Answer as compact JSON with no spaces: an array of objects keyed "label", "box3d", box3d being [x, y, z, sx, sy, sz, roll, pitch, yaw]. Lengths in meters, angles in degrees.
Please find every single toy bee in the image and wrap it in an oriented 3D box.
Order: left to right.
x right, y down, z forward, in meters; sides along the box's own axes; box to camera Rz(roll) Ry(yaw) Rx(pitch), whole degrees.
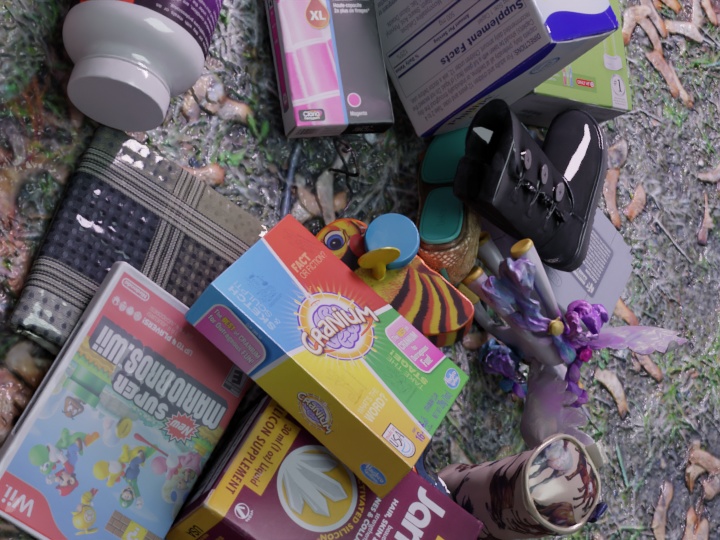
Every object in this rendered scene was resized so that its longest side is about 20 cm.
[{"label":"toy bee","box3d":[0.000,0.000,1.226,0.108,0.200,0.131,-34,140,-13]}]

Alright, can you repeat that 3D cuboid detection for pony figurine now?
[{"label":"pony figurine","box3d":[0.173,0.066,1.298,0.166,0.193,0.201,-38,105,-11]}]

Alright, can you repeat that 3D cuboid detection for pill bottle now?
[{"label":"pill bottle","box3d":[-0.164,-0.215,1.121,0.112,0.112,0.202,29,61,-31]}]

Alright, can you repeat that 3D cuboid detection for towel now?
[{"label":"towel","box3d":[-0.160,0.011,1.128,0.199,0.034,0.194,34,56,-27]}]

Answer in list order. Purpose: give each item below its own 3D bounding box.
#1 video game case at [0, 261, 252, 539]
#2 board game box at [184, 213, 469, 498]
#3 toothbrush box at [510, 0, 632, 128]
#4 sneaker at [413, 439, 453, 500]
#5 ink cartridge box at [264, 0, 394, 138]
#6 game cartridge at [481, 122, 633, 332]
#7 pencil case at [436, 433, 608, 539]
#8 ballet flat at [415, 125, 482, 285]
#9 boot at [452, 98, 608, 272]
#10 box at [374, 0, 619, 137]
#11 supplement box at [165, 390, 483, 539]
[{"label":"video game case","box3d":[-0.174,0.116,1.062,0.143,0.017,0.201,38,71,-27]},{"label":"board game box","box3d":[-0.021,0.061,1.108,0.200,0.040,0.153,42,31,0]},{"label":"toothbrush box","box3d":[0.185,-0.252,1.444,0.145,0.086,0.202,3,78,-39]},{"label":"sneaker","box3d":[0.027,0.188,1.220,0.078,0.075,0.202,-16,87,-25]},{"label":"ink cartridge box","box3d":[-0.033,-0.218,1.264,0.094,0.037,0.202,-5,77,-22]},{"label":"game cartridge","box3d":[0.188,-0.032,1.424,0.200,0.041,0.134,47,58,-21]},{"label":"pencil case","box3d":[0.126,0.191,1.217,0.089,0.200,0.079,-14,82,-28]},{"label":"ballet flat","box3d":[0.084,-0.060,1.320,0.201,0.070,0.066,-71,154,-47]},{"label":"boot","box3d":[0.156,-0.105,1.313,0.199,0.065,0.167,30,60,-51]},{"label":"box","box3d":[0.100,-0.253,1.288,0.104,0.183,0.202,-17,80,-43]},{"label":"supplement box","box3d":[-0.028,0.200,1.106,0.199,0.103,0.131,37,56,-7]}]
